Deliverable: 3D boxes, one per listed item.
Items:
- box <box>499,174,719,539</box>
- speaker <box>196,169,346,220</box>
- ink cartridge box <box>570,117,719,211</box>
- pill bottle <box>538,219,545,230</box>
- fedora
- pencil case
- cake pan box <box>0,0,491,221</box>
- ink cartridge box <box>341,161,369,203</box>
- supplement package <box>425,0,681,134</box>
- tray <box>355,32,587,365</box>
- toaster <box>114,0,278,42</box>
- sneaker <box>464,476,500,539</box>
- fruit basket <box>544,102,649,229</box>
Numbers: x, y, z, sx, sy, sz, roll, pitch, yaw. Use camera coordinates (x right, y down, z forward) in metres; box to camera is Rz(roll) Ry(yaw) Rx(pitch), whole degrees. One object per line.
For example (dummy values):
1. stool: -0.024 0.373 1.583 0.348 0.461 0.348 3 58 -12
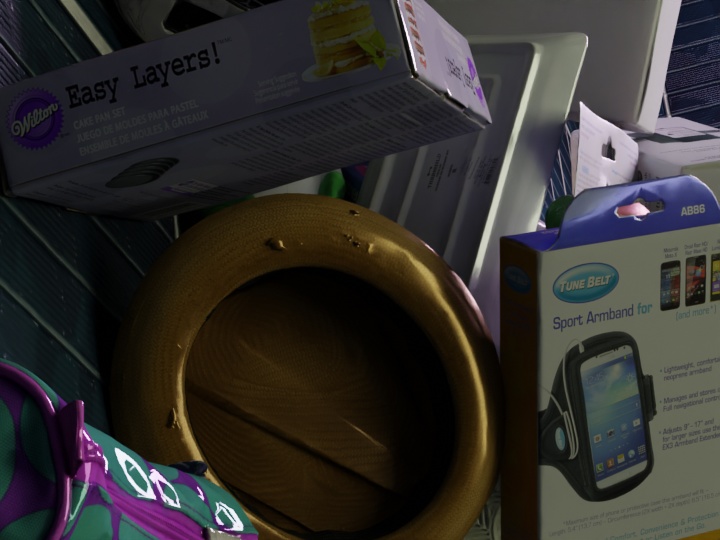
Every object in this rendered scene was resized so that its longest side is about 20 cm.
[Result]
1. box: 0.126 0.053 1.017 0.041 0.118 0.202 22 -63 60
2. speaker: -0.038 0.031 1.102 0.088 0.088 0.202 46 33 -67
3. ink cartridge box: 0.197 -0.009 1.276 0.200 0.082 0.148 -143 -132 -75
4. pill bottle: 0.072 0.005 1.371 0.200 0.111 0.113 36 -29 55
5. fedora: -0.030 0.063 0.989 0.082 0.199 0.203 175 -100 -69
6. pencil case: -0.100 0.092 0.741 0.200 0.091 0.086 45 34 -66
7. cake pan box: -0.045 -0.071 0.939 0.200 0.182 0.053 9 68 -76
8. ink cartridge box: 0.000 0.000 1.185 0.119 0.042 0.202 -130 -137 -68
9. supplement package: 0.085 -0.158 1.238 0.121 0.198 0.121 -2 104 -77
10. tray: 0.044 -0.045 1.065 0.022 0.106 0.202 54 45 -50
11. toaster: -0.040 -0.163 1.098 0.199 0.114 0.130 27 42 -18
12. sneaker: 0.066 0.132 1.176 0.200 0.075 0.085 45 12 -27
13. fruit basket: 0.121 0.021 1.128 0.185 0.093 0.202 9 80 -73
